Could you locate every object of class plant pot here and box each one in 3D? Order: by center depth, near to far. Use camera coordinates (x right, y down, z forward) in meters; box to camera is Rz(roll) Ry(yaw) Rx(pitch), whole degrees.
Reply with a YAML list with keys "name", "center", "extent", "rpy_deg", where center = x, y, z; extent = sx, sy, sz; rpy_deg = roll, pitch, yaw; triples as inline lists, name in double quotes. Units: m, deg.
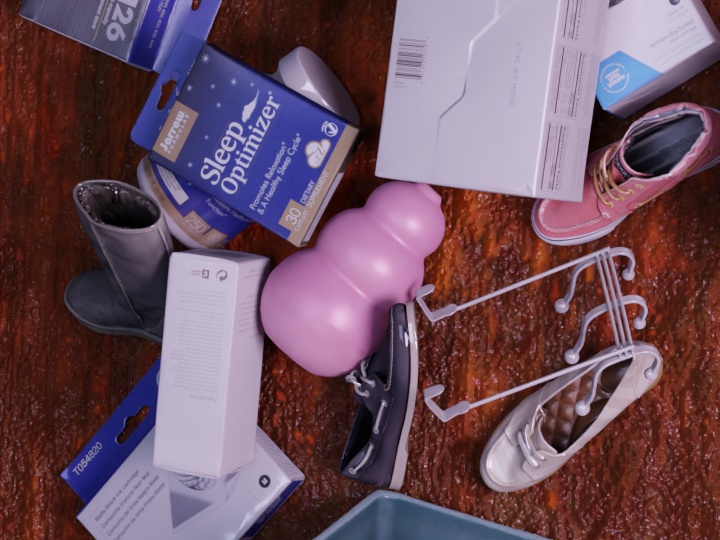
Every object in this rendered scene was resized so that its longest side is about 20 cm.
- name: "plant pot"
  center: [0.049, 0.338, 1.643]
  extent: [0.195, 0.196, 0.200]
  rpy_deg: [15, 109, 23]

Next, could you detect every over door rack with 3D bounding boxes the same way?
- name: "over door rack"
  center: [0.153, 0.061, 1.626]
  extent: [0.200, 0.067, 0.148]
  rpy_deg: [-12, 38, 6]

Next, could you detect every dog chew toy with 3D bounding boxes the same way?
- name: "dog chew toy"
  center: [0.000, 0.000, 1.719]
  extent: [0.125, 0.125, 0.200]
  rpy_deg: [42, 95, 20]

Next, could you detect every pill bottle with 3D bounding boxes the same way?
- name: "pill bottle"
  center: [-0.105, -0.116, 1.769]
  extent: [0.200, 0.116, 0.116]
  rpy_deg: [-37, 74, 18]

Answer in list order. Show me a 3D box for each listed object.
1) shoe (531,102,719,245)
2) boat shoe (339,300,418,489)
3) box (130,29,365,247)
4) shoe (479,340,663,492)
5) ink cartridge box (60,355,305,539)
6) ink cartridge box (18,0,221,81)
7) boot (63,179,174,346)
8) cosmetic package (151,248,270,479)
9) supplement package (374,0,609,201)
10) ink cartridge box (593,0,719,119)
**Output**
- name: "shoe"
  center: [0.228, -0.087, 1.635]
  extent: [0.200, 0.091, 0.072]
  rpy_deg: [-29, 76, 20]
- name: "boat shoe"
  center: [0.017, 0.115, 1.685]
  extent: [0.063, 0.073, 0.200]
  rpy_deg: [5, 123, -2]
- name: "box"
  center: [-0.109, -0.122, 1.693]
  extent: [0.200, 0.032, 0.121]
  rpy_deg: [30, 102, 12]
- name: "shoe"
  center: [0.180, 0.128, 1.665]
  extent: [0.200, 0.053, 0.070]
  rpy_deg: [-41, 73, 16]
- name: "ink cartridge box"
  center: [-0.185, 0.203, 1.827]
  extent: [0.200, 0.041, 0.200]
  rpy_deg: [45, 104, 19]
- name: "ink cartridge box"
  center: [-0.227, -0.312, 1.872]
  extent: [0.200, 0.047, 0.198]
  rpy_deg: [24, 96, 25]
- name: "boot"
  center: [-0.235, -0.010, 1.772]
  extent: [0.182, 0.200, 0.073]
  rpy_deg: [11, 63, 25]
- name: "cosmetic package"
  center: [-0.137, 0.083, 1.725]
  extent: [0.074, 0.102, 0.200]
  rpy_deg: [8, 95, 15]
- name: "supplement package"
  center: [0.115, -0.168, 1.611]
  extent: [0.155, 0.111, 0.200]
  rpy_deg: [9, 93, 29]
- name: "ink cartridge box"
  center: [0.225, -0.251, 1.658]
  extent: [0.116, 0.068, 0.200]
  rpy_deg: [-32, 75, 18]
